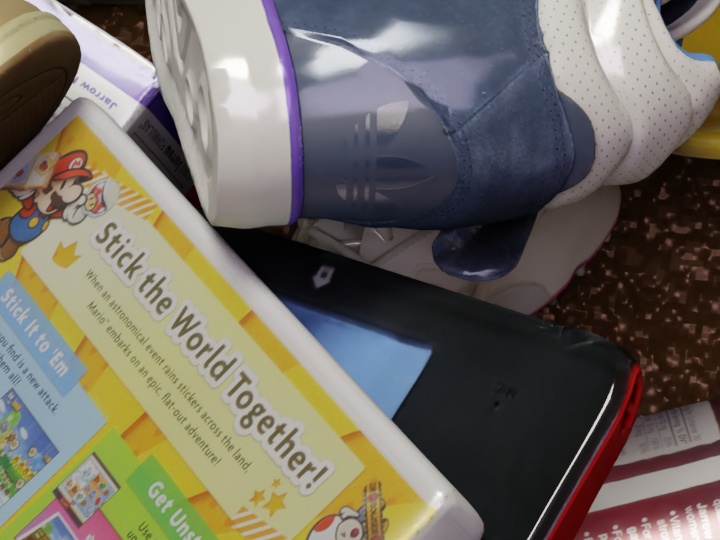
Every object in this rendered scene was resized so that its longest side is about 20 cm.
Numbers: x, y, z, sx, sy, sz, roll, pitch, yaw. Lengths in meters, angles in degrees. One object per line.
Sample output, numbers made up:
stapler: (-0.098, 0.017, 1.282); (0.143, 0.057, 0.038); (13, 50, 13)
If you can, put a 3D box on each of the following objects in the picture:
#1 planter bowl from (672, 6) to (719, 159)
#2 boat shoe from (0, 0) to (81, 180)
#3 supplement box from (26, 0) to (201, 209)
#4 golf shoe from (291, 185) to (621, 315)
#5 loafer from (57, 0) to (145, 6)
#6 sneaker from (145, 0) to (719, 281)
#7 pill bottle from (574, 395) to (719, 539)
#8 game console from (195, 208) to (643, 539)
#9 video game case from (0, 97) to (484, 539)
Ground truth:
planter bowl: (0.128, -0.117, 0.712); (0.199, 0.083, 0.202); (-9, 72, 29)
boat shoe: (-0.165, -0.017, 0.687); (0.199, 0.073, 0.063); (-35, 77, 1)
supplement box: (-0.142, 0.012, 0.767); (0.103, 0.101, 0.201); (33, 84, 14)
golf shoe: (0.000, 0.000, 0.715); (0.075, 0.092, 0.200); (2, 37, 33)
loafer: (-0.044, -0.114, 0.794); (0.198, 0.076, 0.069); (8, 85, 10)
sneaker: (0.019, -0.079, 0.683); (0.145, 0.081, 0.200); (-7, 35, -8)
pill bottle: (0.082, 0.095, 0.714); (0.198, 0.110, 0.110); (-14, 76, 5)
game console: (-0.046, 0.071, 0.630); (0.199, 0.031, 0.178); (18, 74, 42)
video game case: (-0.087, 0.068, 0.631); (0.182, 0.023, 0.200); (-44, 43, -1)
